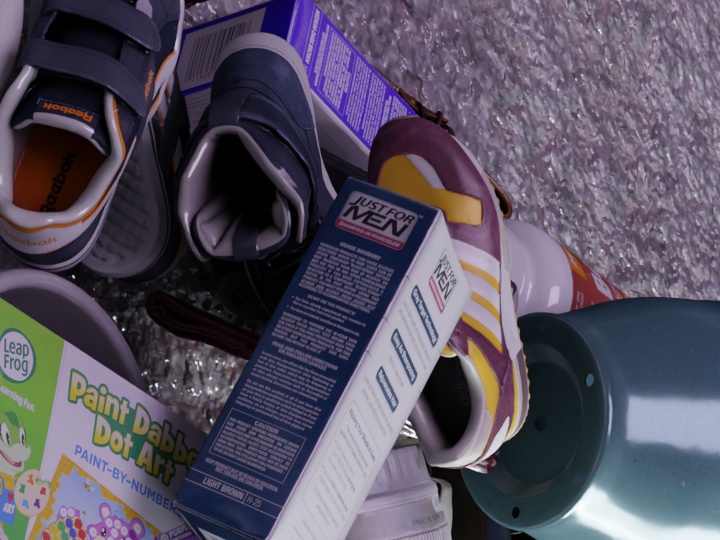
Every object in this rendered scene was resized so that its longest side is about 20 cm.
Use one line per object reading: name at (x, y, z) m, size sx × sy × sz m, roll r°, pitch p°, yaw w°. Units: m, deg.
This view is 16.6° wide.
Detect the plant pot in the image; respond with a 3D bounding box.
plant pot at (0.168, 0.105, 1.561) m, size 0.187 × 0.199 × 0.202 m, roll 11°, pitch 70°, yaw -39°

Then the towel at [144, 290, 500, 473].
towel at (-0.021, 0.069, 1.473) m, size 0.200 × 0.144 × 0.023 m, roll 28°, pitch 87°, yaw -49°

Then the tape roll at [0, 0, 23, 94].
tape roll at (-0.261, -0.155, 1.243) m, size 0.202 × 0.070 × 0.204 m, roll 22°, pitch 62°, yaw -50°

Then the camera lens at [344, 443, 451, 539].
camera lens at (-0.018, 0.210, 1.403) m, size 0.160 × 0.159 × 0.202 m, roll -5°, pitch 84°, yaw -56°

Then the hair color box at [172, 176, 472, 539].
hair color box at (-0.017, 0.064, 1.298) m, size 0.201 × 0.060 × 0.100 m, roll -61°, pitch 157°, yaw -18°

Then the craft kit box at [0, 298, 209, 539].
craft kit box at (-0.157, 0.139, 1.227) m, size 0.200 × 0.048 × 0.199 m, roll 37°, pitch 49°, yaw -44°

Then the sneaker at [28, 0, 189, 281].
sneaker at (-0.137, -0.091, 1.385) m, size 0.079 × 0.078 × 0.202 m, roll 30°, pitch 55°, yaw -73°

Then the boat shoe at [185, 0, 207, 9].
boat shoe at (-0.083, -0.195, 1.425) m, size 0.199 × 0.072 × 0.072 m, roll -34°, pitch 123°, yaw -8°

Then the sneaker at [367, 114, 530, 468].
sneaker at (0.043, 0.012, 1.400) m, size 0.090 × 0.075 × 0.201 m, roll -26°, pitch 100°, yaw -65°

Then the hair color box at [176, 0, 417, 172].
hair color box at (-0.028, -0.078, 1.524) m, size 0.200 × 0.109 × 0.065 m, roll 46°, pitch 43°, yaw -39°

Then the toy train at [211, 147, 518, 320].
toy train at (0.000, 0.000, 1.499) m, size 0.199 × 0.114 × 0.086 m, roll 29°, pitch 48°, yaw -20°

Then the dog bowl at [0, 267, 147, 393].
dog bowl at (-0.183, 0.090, 1.293) m, size 0.200 × 0.058 × 0.202 m, roll 21°, pitch 63°, yaw -50°

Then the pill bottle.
pill bottle at (0.111, 0.033, 1.678) m, size 0.200 × 0.112 × 0.113 m, roll 34°, pitch 53°, yaw -52°

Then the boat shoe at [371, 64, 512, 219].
boat shoe at (0.032, -0.087, 1.651) m, size 0.200 × 0.067 × 0.072 m, roll 45°, pitch 46°, yaw -39°

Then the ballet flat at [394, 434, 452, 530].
ballet flat at (0.033, 0.127, 1.591) m, size 0.068 × 0.063 × 0.202 m, roll 22°, pitch 62°, yaw -51°

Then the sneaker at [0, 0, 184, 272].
sneaker at (-0.142, -0.101, 1.297) m, size 0.079 × 0.078 × 0.201 m, roll 89°, pitch 14°, yaw -80°

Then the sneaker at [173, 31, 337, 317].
sneaker at (-0.044, -0.011, 1.355) m, size 0.146 × 0.076 × 0.203 m, roll -82°, pitch 155°, yaw -63°

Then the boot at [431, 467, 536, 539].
boot at (0.085, 0.159, 1.625) m, size 0.075 × 0.096 × 0.201 m, roll 28°, pitch 57°, yaw -46°
